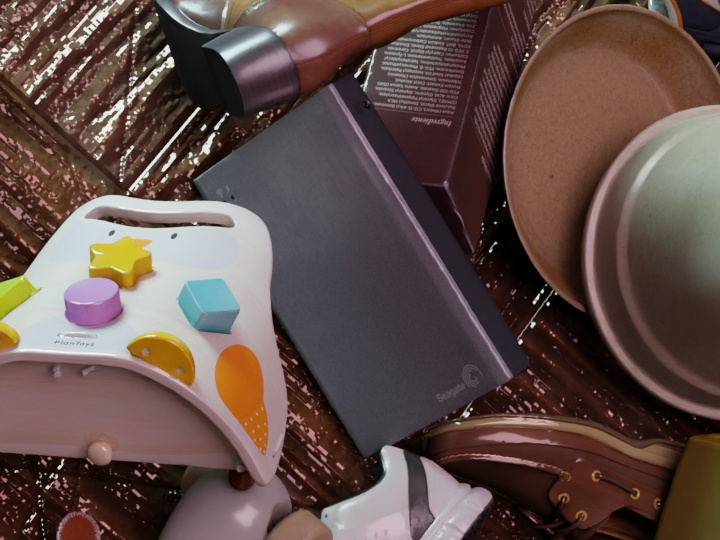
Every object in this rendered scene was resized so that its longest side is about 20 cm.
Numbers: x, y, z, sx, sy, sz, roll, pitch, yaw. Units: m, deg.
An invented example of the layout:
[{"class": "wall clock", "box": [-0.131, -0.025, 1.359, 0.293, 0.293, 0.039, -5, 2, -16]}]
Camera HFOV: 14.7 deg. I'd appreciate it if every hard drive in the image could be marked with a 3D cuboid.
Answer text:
[{"class": "hard drive", "box": [0.000, 0.000, 1.645, 0.033, 0.139, 0.200, -32, 90, -45]}]

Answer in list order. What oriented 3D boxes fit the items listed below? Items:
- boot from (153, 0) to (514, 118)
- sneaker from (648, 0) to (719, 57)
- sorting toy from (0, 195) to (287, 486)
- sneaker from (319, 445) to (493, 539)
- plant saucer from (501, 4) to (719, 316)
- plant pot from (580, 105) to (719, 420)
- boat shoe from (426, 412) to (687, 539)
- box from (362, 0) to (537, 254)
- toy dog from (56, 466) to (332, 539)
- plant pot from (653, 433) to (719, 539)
[{"class": "boot", "box": [-0.012, -0.163, 1.645, 0.199, 0.188, 0.069, -24, 105, -15]}, {"class": "sneaker", "box": [0.242, -0.177, 1.844, 0.200, 0.079, 0.079, 33, 108, -27]}, {"class": "sorting toy", "box": [-0.132, 0.022, 1.574, 0.199, 0.107, 0.180, 3, 39, 14]}, {"class": "sneaker", "box": [-0.008, 0.189, 1.635, 0.080, 0.074, 0.200, 36, 63, 8]}, {"class": "plant saucer", "box": [0.158, -0.067, 1.772, 0.200, 0.035, 0.201, 1, 88, -36]}, {"class": "plant pot", "box": [0.257, -0.015, 1.672, 0.200, 0.183, 0.201, 2, 83, -16]}, {"class": "boat shoe", "box": [0.133, 0.132, 1.706, 0.199, 0.072, 0.068, 13, 69, -23]}, {"class": "box", "box": [0.052, -0.122, 1.716, 0.075, 0.100, 0.201, 7, 67, 16]}, {"class": "toy dog", "box": [-0.104, 0.166, 1.565, 0.132, 0.096, 0.200, 19, 59, 18]}, {"class": "plant pot", "box": [0.285, 0.187, 1.664, 0.199, 0.200, 0.177, -3, 94, -25]}]
